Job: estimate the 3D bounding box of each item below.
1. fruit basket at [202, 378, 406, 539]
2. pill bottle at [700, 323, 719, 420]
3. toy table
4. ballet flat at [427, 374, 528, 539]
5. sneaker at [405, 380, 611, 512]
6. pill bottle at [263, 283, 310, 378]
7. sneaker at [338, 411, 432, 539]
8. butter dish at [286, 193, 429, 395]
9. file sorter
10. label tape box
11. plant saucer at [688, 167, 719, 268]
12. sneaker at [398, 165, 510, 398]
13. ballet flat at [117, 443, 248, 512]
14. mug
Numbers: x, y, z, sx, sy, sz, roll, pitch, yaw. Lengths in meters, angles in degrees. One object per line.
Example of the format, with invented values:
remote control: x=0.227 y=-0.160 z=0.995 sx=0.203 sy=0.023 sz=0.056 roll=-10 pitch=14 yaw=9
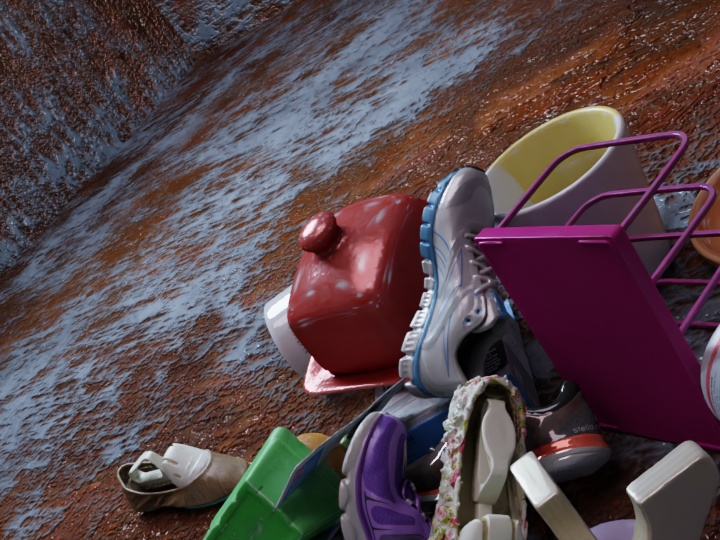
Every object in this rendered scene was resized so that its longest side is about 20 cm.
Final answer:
fruit basket: x=-0.041 y=0.189 z=0.833 sx=0.199 sy=0.094 sz=0.186 roll=-20 pitch=-31 yaw=-57
pill bottle: x=0.299 y=0.091 z=0.591 sx=0.108 sy=0.109 sz=0.200 roll=-38 pitch=24 yaw=2
toy table: x=0.155 y=0.198 z=0.604 sx=0.184 sy=0.117 sz=0.200 roll=-43 pitch=24 yaw=-8
ballet flat: x=0.087 y=0.164 z=0.701 sx=0.064 sy=0.075 sz=0.202 roll=112 pitch=161 yaw=-60
sneaker: x=0.100 y=0.142 z=0.802 sx=0.198 sy=0.077 sz=0.083 roll=-20 pitch=66 yaw=21
pill bottle: x=-0.002 y=0.032 z=1.138 sx=0.199 sy=0.115 sz=0.115 roll=-35 pitch=23 yaw=10
sneaker: x=0.038 y=0.204 z=0.740 sx=0.083 sy=0.202 sz=0.080 roll=-13 pitch=-12 yaw=21
butter dish: x=0.000 y=0.000 z=0.960 sx=0.198 sy=0.148 sz=0.201 roll=-13 pitch=46 yaw=43
file sorter: x=0.213 y=0.013 z=0.750 sx=0.125 sy=0.201 sz=0.138 roll=-46 pitch=24 yaw=-24
label tape box: x=0.085 y=0.097 z=0.954 sx=0.143 sy=0.066 sz=0.201 roll=-32 pitch=26 yaw=16
plant saucer: x=0.378 y=-0.062 z=0.843 sx=0.199 sy=0.038 sz=0.201 roll=-33 pitch=23 yaw=16
sneaker: x=0.095 y=0.014 z=0.832 sx=0.086 sy=0.074 sz=0.202 roll=8 pitch=91 yaw=51
ballet flat: x=-0.214 y=0.233 z=1.142 sx=0.199 sy=0.073 sz=0.068 roll=-17 pitch=32 yaw=41
mug: x=0.219 y=-0.057 z=0.920 sx=0.187 sy=0.154 sz=0.149 roll=-46 pitch=24 yaw=-19
